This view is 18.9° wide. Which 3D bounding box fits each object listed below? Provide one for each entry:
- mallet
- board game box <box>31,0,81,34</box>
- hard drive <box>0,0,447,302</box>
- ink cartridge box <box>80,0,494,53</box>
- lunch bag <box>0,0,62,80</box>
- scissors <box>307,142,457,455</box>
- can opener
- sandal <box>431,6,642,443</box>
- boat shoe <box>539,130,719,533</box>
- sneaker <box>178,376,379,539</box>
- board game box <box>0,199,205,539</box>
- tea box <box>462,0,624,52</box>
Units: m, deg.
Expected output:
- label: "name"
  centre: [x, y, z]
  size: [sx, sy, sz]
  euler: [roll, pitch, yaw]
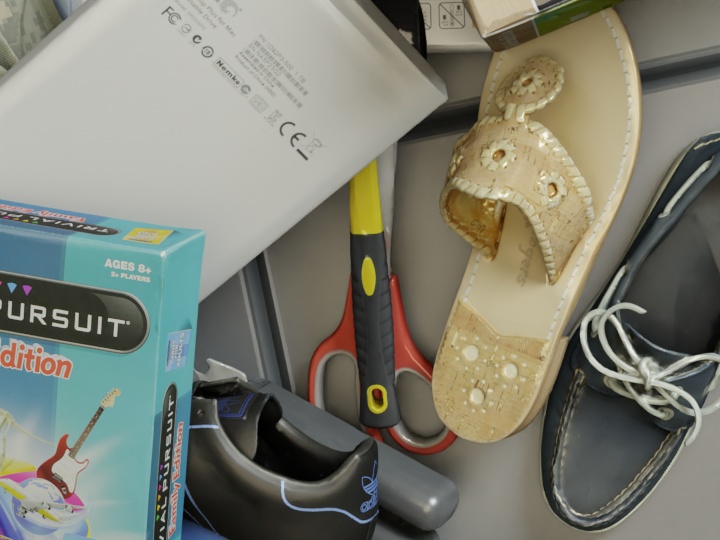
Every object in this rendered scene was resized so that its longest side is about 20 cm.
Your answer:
- label: "mallet"
  centre: [-0.007, -0.026, 0.976]
  size: [0.066, 0.041, 0.201]
  euler: [4, 107, 3]
- label: "board game box"
  centre: [-0.116, -0.212, 1.023]
  size: [0.102, 0.019, 0.201]
  euler: [-1, 93, 8]
- label: "hard drive"
  centre: [-0.080, -0.060, 0.929]
  size: [0.200, 0.026, 0.132]
  euler: [-38, 112, 17]
- label: "ink cartridge box"
  centre: [-0.031, -0.197, 0.986]
  size: [0.197, 0.043, 0.201]
  euler: [-1, 97, -1]
- label: "lunch bag"
  centre: [-0.221, -0.086, 0.992]
  size: [0.164, 0.118, 0.201]
  euler: [-28, 91, 17]
- label: "scissors"
  centre: [0.000, 0.000, 1.004]
  size: [0.073, 0.014, 0.201]
  euler: [-6, 104, 16]
- label: "can opener"
  centre: [-0.054, 0.082, 1.002]
  size: [0.199, 0.067, 0.054]
  euler: [27, 112, 16]
- label: "sandal"
  centre: [0.068, -0.023, 0.947]
  size: [0.077, 0.070, 0.213]
  euler: [16, 101, 23]
- label: "boat shoe"
  centre: [0.138, 0.031, 0.984]
  size: [0.075, 0.062, 0.201]
  euler: [29, 97, 2]
- label: "sneaker"
  centre: [-0.086, 0.077, 0.952]
  size: [0.199, 0.070, 0.078]
  euler: [19, 111, 7]
- label: "board game box"
  centre: [-0.149, 0.073, 0.909]
  size: [0.150, 0.047, 0.201]
  euler: [9, 105, 16]
- label: "tea box"
  centre: [0.103, -0.218, 0.873]
  size: [0.196, 0.134, 0.201]
  euler: [-21, 91, 6]
